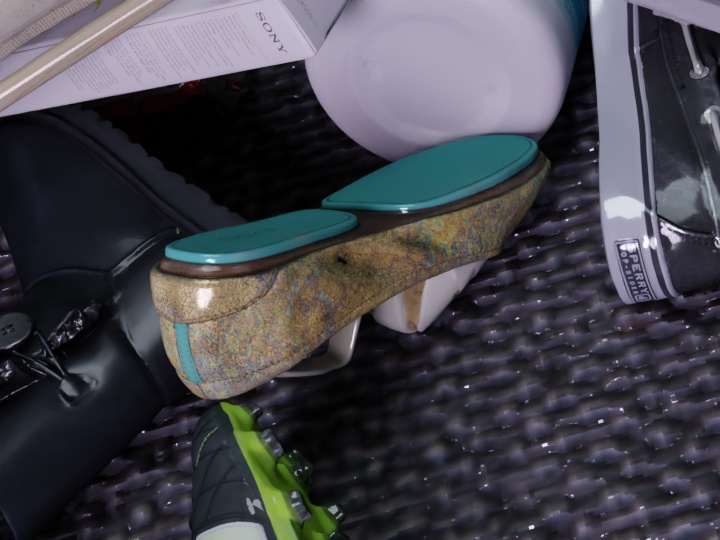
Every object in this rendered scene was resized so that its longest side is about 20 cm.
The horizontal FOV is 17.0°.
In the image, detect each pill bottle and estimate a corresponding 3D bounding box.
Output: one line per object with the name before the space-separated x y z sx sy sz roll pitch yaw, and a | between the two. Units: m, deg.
pill bottle | 0.050 -0.142 1.037 0.111 0.111 0.200 -5 41 22

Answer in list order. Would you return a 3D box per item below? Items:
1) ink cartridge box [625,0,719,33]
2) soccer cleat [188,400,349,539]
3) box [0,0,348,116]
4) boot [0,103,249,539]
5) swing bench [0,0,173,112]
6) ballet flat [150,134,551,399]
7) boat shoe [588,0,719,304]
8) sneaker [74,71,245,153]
ink cartridge box | 0.184 -0.138 0.968 0.160 0.047 0.200 19 28 2
soccer cleat | -0.039 0.117 0.803 0.081 0.068 0.200 -33 36 8
box | -0.072 -0.132 1.000 0.200 0.036 0.144 -6 41 38
boot | -0.142 0.018 0.966 0.168 0.076 0.200 -36 44 -24
swing bench | -0.155 -0.154 0.962 0.199 0.130 0.200 -31 25 9
ballet flat | 0.000 0.000 0.915 0.071 0.071 0.200 14 25 39
boat shoe | 0.128 -0.073 0.940 0.068 0.074 0.199 -11 40 14
sneaker | -0.154 -0.075 1.103 0.200 0.078 0.082 -17 32 -8
